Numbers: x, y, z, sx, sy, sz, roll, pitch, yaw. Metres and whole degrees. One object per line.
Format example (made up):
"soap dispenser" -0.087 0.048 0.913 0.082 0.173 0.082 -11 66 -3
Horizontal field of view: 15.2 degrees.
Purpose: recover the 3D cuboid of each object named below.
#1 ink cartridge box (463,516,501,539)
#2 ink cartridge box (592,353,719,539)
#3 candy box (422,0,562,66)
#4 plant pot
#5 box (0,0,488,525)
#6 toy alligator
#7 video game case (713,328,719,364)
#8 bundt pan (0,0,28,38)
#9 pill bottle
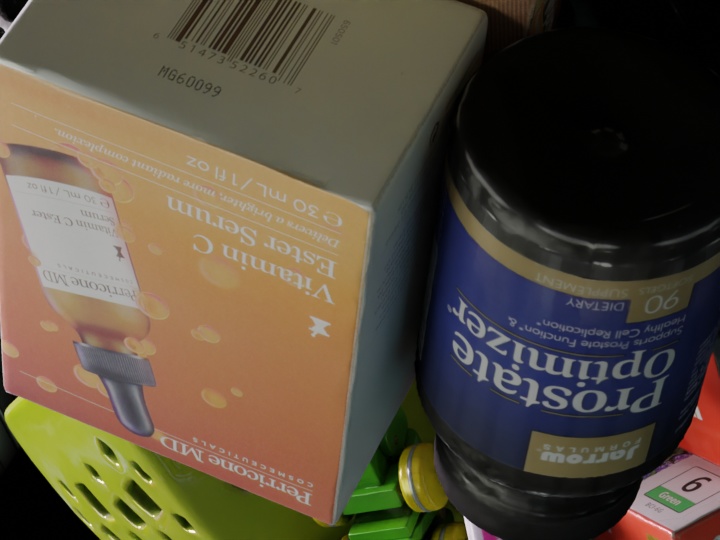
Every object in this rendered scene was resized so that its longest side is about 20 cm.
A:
"ink cartridge box" 0.082 0.155 1.214 0.119 0.042 0.200 -100 -5 -50
"ink cartridge box" 0.131 0.116 1.153 0.109 0.050 0.200 24 137 61
"candy box" -0.022 -0.123 1.022 0.200 0.055 0.115 24 147 9
"plant pot" -0.034 0.083 1.320 0.182 0.199 0.200 58 160 0
"box" -0.049 -0.022 1.021 0.152 0.106 0.200 21 142 12
"toy alligator" 0.009 0.083 1.196 0.059 0.054 0.200 -11 113 26
"video game case" 0.198 0.057 0.965 0.200 0.022 0.182 60 159 7
"bundt pan" -0.138 -0.119 1.243 0.202 0.202 0.076 56 -160 20
"pill bottle" 0.079 0.014 1.009 0.112 0.112 0.200 51 153 31
